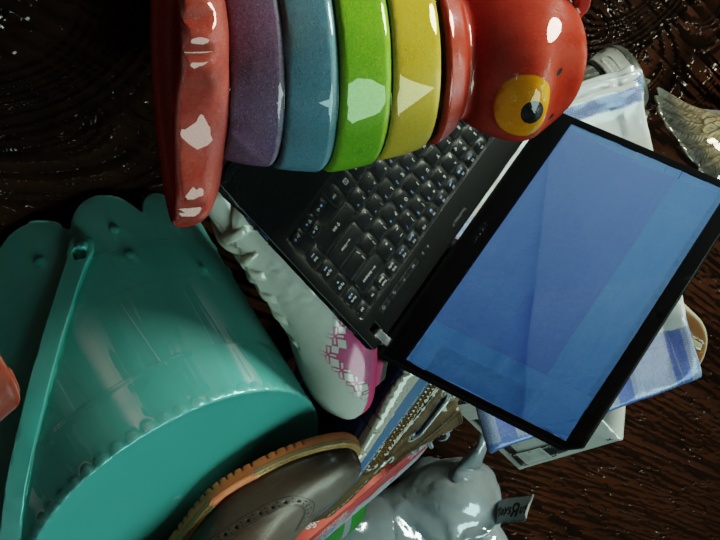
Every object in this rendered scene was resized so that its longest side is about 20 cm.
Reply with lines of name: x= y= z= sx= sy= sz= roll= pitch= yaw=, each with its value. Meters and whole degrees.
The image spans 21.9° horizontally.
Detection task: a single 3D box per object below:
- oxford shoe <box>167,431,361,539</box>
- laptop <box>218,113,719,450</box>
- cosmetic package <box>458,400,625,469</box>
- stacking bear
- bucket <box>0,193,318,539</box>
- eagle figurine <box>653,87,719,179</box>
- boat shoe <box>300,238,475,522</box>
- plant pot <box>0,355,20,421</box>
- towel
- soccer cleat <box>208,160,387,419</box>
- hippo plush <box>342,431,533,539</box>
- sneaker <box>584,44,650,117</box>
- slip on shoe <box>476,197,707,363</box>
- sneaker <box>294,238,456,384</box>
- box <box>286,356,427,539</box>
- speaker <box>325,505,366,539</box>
oxford shoe: x=-0.069 y=0.164 z=0.979 sx=0.200 sy=0.073 sz=0.071 roll=-41 pitch=152 yaw=6
laptop: x=0.063 y=-0.041 z=0.924 sx=0.200 sy=0.103 sz=0.177 roll=48 pitch=65 yaw=-26
cosmetic package: x=0.080 y=0.046 z=1.163 sx=0.083 sy=0.051 sz=0.200 roll=-23 pitch=130 yaw=31
stacking bear: x=0.008 y=-0.097 z=0.858 sx=0.200 sy=0.114 sz=0.121 roll=-3 pitch=128 yaw=-12
bucket: x=-0.132 y=0.075 z=0.997 sx=0.207 sy=0.135 sz=0.207 roll=-28 pitch=150 yaw=-17
eagle figurine: x=0.269 y=-0.093 z=1.218 sx=0.151 sy=0.152 sz=0.200 roll=-17 pitch=157 yaw=5
boat shoe: x=0.022 y=0.071 z=1.030 sx=0.072 sy=0.072 sz=0.200 roll=15 pitch=125 yaw=-37
plant pot: x=-0.263 y=0.056 z=0.778 sx=0.195 sy=0.201 sz=0.201 roll=-38 pitch=153 yaw=-15
towel: x=0.118 y=-0.007 z=1.079 sx=0.147 sy=0.024 sz=0.200 roll=-17 pitch=104 yaw=-14
soccer cleat: x=-0.042 y=-0.015 z=0.961 sx=0.086 sy=0.070 sz=0.200 roll=-13 pitch=102 yaw=-27
hippo plush: x=0.028 y=0.213 z=1.356 sx=0.161 sy=0.159 sz=0.200 roll=-14 pitch=165 yaw=-17
sneaker: x=0.120 y=-0.055 z=1.171 sx=0.090 sy=0.066 sz=0.200 roll=-20 pitch=146 yaw=-18
slip on shoe: x=0.127 y=0.002 z=1.132 sx=0.200 sy=0.061 sz=0.076 roll=33 pitch=88 yaw=-25
sneaker: x=0.000 y=0.000 z=1.072 sx=0.079 sy=0.095 sz=0.200 roll=-3 pitch=132 yaw=-26
box: x=-0.054 y=0.130 z=1.153 sx=0.200 sy=0.095 sz=0.103 roll=-38 pitch=170 yaw=-23
speaker: x=-0.098 y=0.174 z=1.236 sx=0.200 sy=0.088 sz=0.088 roll=-21 pitch=148 yaw=-28
